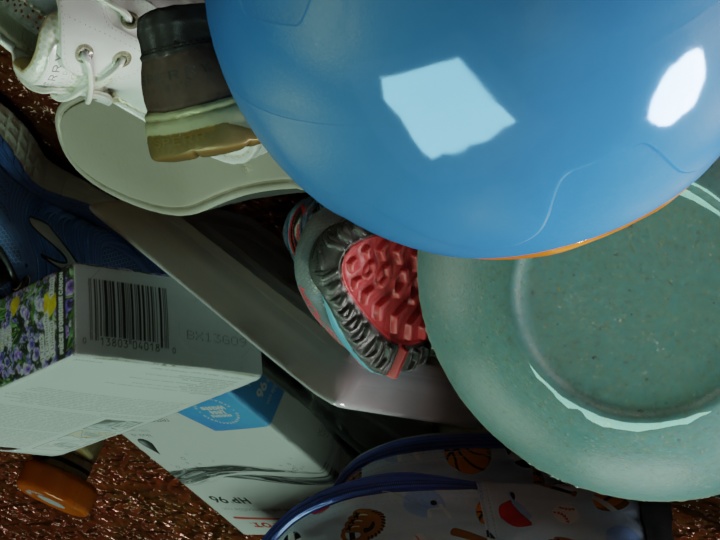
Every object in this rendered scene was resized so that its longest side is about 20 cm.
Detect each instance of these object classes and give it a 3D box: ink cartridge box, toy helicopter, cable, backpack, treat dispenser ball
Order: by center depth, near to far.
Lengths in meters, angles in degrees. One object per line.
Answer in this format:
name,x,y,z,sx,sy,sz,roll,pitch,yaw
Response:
treat dispenser ball,0.046,-0.103,0.922,0.201,0.201,0.201,16,153,8
backpack,0.040,0.163,1.233,0.190,0.154,0.200,0,131,-18
cable,0.003,0.068,1.347,0.200,0.050,0.097,35,137,39
ink cartridge box,-0.150,0.048,1.355,0.109,0.050,0.200,9,161,-36
ink cartridge box,-0.047,0.092,1.500,0.116,0.068,0.200,-5,145,40
toy helicopter,-0.236,0.073,1.596,0.200,0.079,0.132,10,161,46

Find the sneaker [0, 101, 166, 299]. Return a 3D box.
sneaker,-0.174,-0.010,1.374,0.079,0.089,0.200,-7,145,43

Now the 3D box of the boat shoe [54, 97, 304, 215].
boat shoe,-0.052,-0.065,1.223,0.200,0.057,0.067,1,113,41

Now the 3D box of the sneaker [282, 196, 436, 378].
sneaker,0.000,0.000,1.223,0.095,0.079,0.200,18,-178,20

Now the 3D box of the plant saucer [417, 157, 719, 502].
plant saucer,0.118,0.007,1.116,0.201,0.039,0.201,3,106,11

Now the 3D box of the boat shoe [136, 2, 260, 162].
boat shoe,-0.023,-0.096,1.046,0.073,0.200,0.065,-5,105,25

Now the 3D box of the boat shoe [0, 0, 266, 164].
boat shoe,-0.122,-0.101,1.144,0.200,0.069,0.071,35,140,-3

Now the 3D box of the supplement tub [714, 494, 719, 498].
supplement tub,0.153,0.037,1.201,0.200,0.123,0.123,16,153,9

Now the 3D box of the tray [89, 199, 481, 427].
tray,-0.034,0.013,1.279,0.107,0.022,0.200,13,-162,-47
